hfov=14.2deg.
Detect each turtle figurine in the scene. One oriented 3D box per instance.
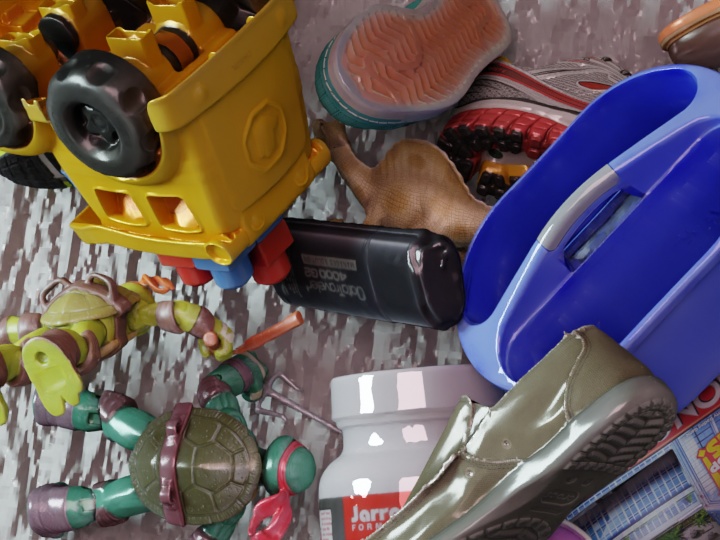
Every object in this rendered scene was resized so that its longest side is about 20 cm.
[{"bbox_3d":[-0.089,0.110,1.627,0.199,0.101,0.150,4,72,20],"label":"turtle figurine"},{"bbox_3d":[-0.145,0.035,1.603,0.199,0.161,0.065,0,106,24],"label":"turtle figurine"}]

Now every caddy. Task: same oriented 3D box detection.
[{"bbox_3d":[0.139,-0.013,1.504,0.200,0.105,0.141,-48,42,9],"label":"caddy"}]

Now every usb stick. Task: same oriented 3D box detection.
[{"bbox_3d":[0.000,0.000,1.592,0.033,0.200,0.056,-20,102,-24],"label":"usb stick"}]

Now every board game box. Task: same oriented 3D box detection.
[{"bbox_3d":[0.175,0.093,1.536,0.200,0.062,0.200,-35,45,11],"label":"board game box"}]

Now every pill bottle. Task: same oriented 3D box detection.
[{"bbox_3d":[0.036,0.155,1.553,0.115,0.116,0.201,-5,84,10],"label":"pill bottle"}]

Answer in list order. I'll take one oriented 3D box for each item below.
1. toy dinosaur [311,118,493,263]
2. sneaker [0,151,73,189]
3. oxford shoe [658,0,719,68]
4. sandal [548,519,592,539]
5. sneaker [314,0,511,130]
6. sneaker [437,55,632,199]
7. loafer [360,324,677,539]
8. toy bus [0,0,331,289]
[{"bbox_3d":[0.044,-0.024,1.623,0.200,0.058,0.101,20,121,25],"label":"toy dinosaur"},{"bbox_3d":[-0.141,-0.125,1.713,0.200,0.074,0.081,-37,57,-1],"label":"sneaker"},{"bbox_3d":[0.269,-0.127,1.622,0.199,0.071,0.073,-7,81,9],"label":"oxford shoe"},{"bbox_3d":[0.095,0.226,1.473,0.082,0.050,0.203,9,82,-11],"label":"sandal"},{"bbox_3d":[0.017,-0.107,1.610,0.080,0.200,0.071,-38,87,29],"label":"sneaker"},{"bbox_3d":[0.147,-0.086,1.625,0.199,0.078,0.082,9,52,17],"label":"sneaker"},{"bbox_3d":[0.071,0.100,1.452,0.200,0.075,0.070,-39,58,20],"label":"loafer"},{"bbox_3d":[-0.117,-0.070,1.599,0.200,0.192,0.136,8,43,37],"label":"toy bus"}]
